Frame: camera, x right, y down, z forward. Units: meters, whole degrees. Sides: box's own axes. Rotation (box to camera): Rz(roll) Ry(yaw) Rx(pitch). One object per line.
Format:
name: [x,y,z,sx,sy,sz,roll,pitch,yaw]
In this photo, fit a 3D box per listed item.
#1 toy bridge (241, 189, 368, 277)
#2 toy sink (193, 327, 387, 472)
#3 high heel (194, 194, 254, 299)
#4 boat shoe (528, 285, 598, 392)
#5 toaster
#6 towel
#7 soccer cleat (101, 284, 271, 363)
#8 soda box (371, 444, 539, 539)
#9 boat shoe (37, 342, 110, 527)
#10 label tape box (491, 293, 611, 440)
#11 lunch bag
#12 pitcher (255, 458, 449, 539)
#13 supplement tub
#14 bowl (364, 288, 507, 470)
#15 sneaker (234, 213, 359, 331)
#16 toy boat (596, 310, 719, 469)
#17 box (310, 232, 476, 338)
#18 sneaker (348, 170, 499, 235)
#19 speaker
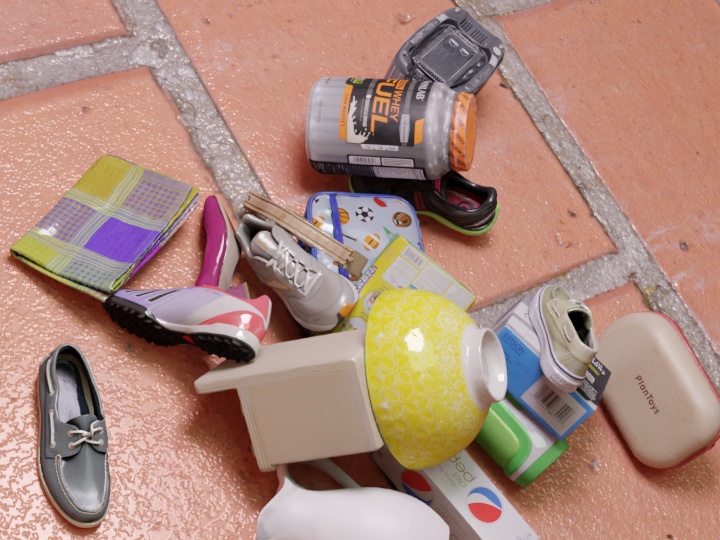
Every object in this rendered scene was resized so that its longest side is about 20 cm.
toy bridge: [-0.074,-0.051,1.719,0.200,0.067,0.027,31,88,41]
toy sink: [-0.059,0.143,1.590,0.130,0.199,0.112,-34,112,-65]
high heel: [-0.186,-0.005,1.711,0.096,0.067,0.200,-21,47,2]
boat shoe: [0.242,0.068,1.677,0.072,0.062,0.200,34,23,-16]
toaster: [0.096,-0.248,1.943,0.114,0.129,0.200,39,51,5]
towel: [-0.292,-0.056,1.684,0.143,0.023,0.200,24,49,17]
soccer cleat: [-0.193,0.045,1.623,0.199,0.068,0.073,12,59,22]
soda box: [0.105,0.257,1.655,0.064,0.068,0.200,-32,76,-37]
boat shoe: [-0.301,0.170,1.534,0.073,0.062,0.200,-2,60,-25]
label tape box: [0.226,0.103,1.752,0.144,0.063,0.200,44,23,2]
lunch bag: [0.000,0.000,1.775,0.160,0.076,0.200,4,56,-19]
pitcher: [-0.007,0.271,1.577,0.199,0.121,0.172,16,38,0]
supplement tub: [0.039,-0.176,1.810,0.199,0.123,0.123,4,53,11]
bowl: [0.094,0.109,1.569,0.200,0.107,0.201,41,43,-54]
sneaker: [-0.084,0.000,1.675,0.076,0.092,0.200,-50,44,-6]
toy boat: [0.383,0.148,1.837,0.131,0.130,0.200,8,50,-57]
box: [0.026,0.071,1.684,0.117,0.048,0.200,38,93,-20]
sneaker: [0.084,-0.106,1.867,0.199,0.084,0.077,11,56,-6]
speaker: [0.153,0.159,1.729,0.200,0.088,0.088,47,53,11]
